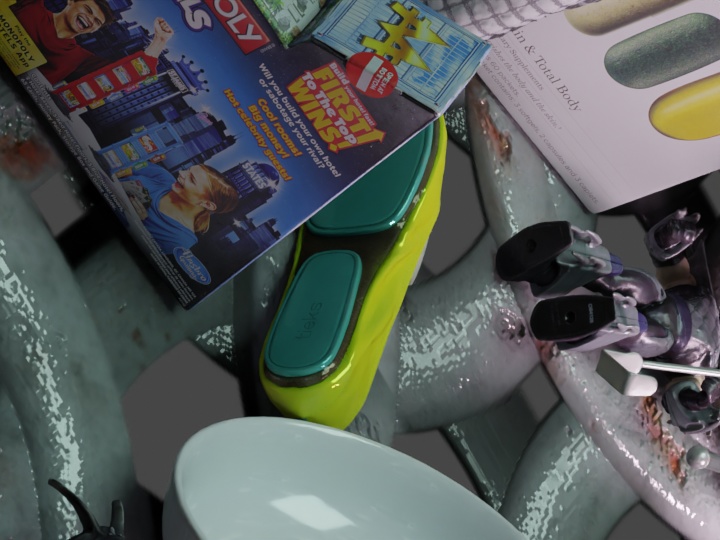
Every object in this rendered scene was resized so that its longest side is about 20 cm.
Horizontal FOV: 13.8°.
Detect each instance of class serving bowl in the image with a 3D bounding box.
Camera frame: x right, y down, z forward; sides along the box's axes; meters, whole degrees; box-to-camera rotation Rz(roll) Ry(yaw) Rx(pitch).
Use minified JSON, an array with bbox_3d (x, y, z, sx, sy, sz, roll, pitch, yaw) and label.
[{"bbox_3d":[-0.005,0.151,1.369,0.200,0.066,0.200,23,23,-10],"label":"serving bowl"}]

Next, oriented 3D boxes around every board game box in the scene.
[{"bbox_3d":[-0.053,-0.099,1.347,0.200,0.200,0.062,56,42,-18],"label":"board game box"}]

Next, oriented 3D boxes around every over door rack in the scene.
[{"bbox_3d":[0.179,0.111,1.604,0.200,0.067,0.148,3,109,-38],"label":"over door rack"}]

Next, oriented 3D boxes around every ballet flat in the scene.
[{"bbox_3d":[0.000,0.000,1.499,0.067,0.067,0.200,63,37,-43],"label":"ballet flat"}]

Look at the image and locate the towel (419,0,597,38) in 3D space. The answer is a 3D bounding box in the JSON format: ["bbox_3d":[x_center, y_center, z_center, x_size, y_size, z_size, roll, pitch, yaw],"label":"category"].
[{"bbox_3d":[0.056,-0.222,1.553,0.086,0.166,0.200,-18,90,-52],"label":"towel"}]

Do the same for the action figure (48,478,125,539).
[{"bbox_3d":[-0.108,0.181,1.261,0.119,0.102,0.200,26,60,-40],"label":"action figure"}]

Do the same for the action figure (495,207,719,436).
[{"bbox_3d":[0.164,0.026,1.666,0.200,0.069,0.130,15,54,-50],"label":"action figure"}]

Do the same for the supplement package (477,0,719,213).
[{"bbox_3d":[0.184,-0.157,1.657,0.152,0.200,0.151,49,44,-24],"label":"supplement package"}]
